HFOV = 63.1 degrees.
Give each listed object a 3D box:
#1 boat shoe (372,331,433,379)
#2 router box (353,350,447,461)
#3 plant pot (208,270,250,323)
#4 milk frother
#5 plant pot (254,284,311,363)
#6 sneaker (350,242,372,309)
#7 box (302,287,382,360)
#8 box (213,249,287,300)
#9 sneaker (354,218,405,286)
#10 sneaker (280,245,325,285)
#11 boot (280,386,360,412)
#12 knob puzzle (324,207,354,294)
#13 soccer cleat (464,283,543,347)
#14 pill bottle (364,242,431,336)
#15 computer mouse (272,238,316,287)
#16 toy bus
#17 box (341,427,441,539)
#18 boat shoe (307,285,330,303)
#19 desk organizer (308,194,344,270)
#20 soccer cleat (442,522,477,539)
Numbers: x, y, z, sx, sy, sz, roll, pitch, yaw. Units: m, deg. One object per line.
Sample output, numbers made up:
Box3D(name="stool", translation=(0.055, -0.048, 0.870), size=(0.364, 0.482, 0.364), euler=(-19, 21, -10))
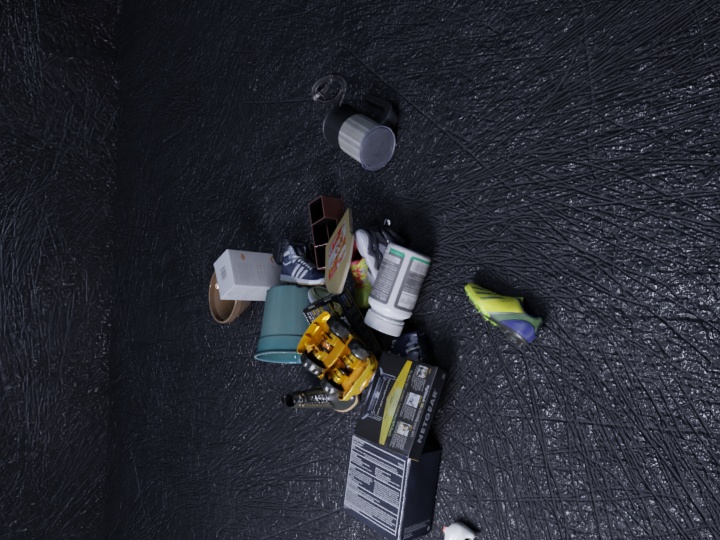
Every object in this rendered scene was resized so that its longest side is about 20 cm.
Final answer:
Box3D(name="boat shoe", translation=(0.091, 0.211, 1.434), size=(0.198, 0.074, 0.094), euler=(-22, 64, 37))
Box3D(name="router box", translation=(0.088, 0.297, 1.305), size=(0.156, 0.052, 0.203), euler=(11, 74, 40))
Box3D(name="plant pot", translation=(-0.439, 0.081, 2.026), size=(0.199, 0.092, 0.205), euler=(-7, 80, 49))
Box3D(name="milk frother", translation=(-0.024, -0.388, 1.517), size=(0.188, 0.198, 0.183), euler=(40, 112, 42))
Box3D(name="plant pot", translation=(-0.203, 0.155, 1.688), size=(0.199, 0.198, 0.200), euler=(-19, 66, 46))
Box3D(name="sneaker", translation=(0.000, 0.000, 1.534), size=(0.077, 0.089, 0.204), euler=(3, 90, 47))
Box3D(name="box", translation=(-0.048, 0.161, 1.542), size=(0.159, 0.049, 0.202), euler=(-25, 96, 43))
Box3D(name="box", translation=(-0.342, 0.017, 1.839), size=(0.097, 0.198, 0.126), euler=(-37, 59, 40))
Box3D(name="sneaker", translation=(0.066, -0.028, 1.472), size=(0.075, 0.113, 0.202), euler=(35, 149, 63))
Box3D(name="sneaker", translation=(-0.155, -0.015, 1.686), size=(0.198, 0.070, 0.111), euler=(5, 91, 39))
Box3D(name="boot", translation=(-0.109, 0.351, 1.590), size=(0.199, 0.137, 0.079), euler=(-21, 71, 44))
Box3D(name="knob puzzle", translation=(-0.047, -0.027, 1.492), size=(0.219, 0.030, 0.223), euler=(-168, 90, -71))
Box3D(name="soccer cleat", translation=(0.297, 0.078, 1.224), size=(0.084, 0.065, 0.200), euler=(-45, 44, -1))
Box3D(name="pill bottle", translation=(0.085, 0.045, 1.396), size=(0.112, 0.112, 0.203), euler=(24, 95, 47))
Box3D(name="computer mouse", translation=(-0.185, -0.038, 1.784), size=(0.198, 0.052, 0.141), euler=(18, 98, 36))
Box3D(name="toy bus", translation=(-0.026, 0.219, 1.402), size=(0.136, 0.191, 0.200), euler=(-51, 51, 4))
Box3D(name="box", translation=(0.072, 0.492, 1.382), size=(0.198, 0.122, 0.202), euler=(10, 95, 46))
Box3D(name="boat shoe", translation=(-0.067, 0.086, 1.603), size=(0.199, 0.072, 0.063), euler=(30, 134, 32))
Box3D(name="desk organizer", translation=(-0.086, -0.104, 1.651), size=(0.071, 0.076, 0.203), euler=(-25, 68, 44))
Box3D(name="soccer cleat", translation=(0.206, 0.649, 1.260), size=(0.077, 0.069, 0.204), euler=(6, 88, 45))
